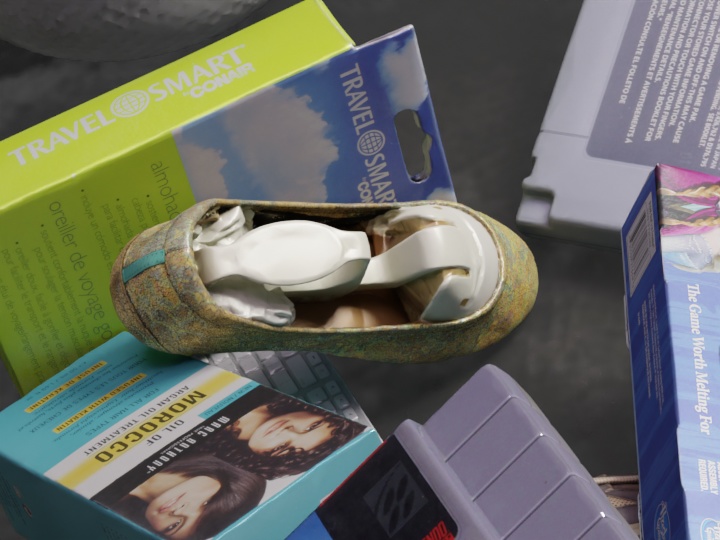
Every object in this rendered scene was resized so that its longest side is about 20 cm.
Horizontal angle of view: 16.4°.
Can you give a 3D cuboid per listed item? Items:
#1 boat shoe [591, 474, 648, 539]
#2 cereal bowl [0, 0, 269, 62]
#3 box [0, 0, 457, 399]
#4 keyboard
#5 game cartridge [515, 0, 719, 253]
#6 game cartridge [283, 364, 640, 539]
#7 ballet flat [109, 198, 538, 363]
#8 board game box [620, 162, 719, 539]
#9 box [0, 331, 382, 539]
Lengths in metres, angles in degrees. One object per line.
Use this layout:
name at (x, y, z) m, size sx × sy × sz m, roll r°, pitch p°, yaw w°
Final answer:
boat shoe at (0.038, 0.119, 0.920) m, size 0.200 × 0.075 × 0.073 m, roll -6°, pitch 28°, yaw 0°
cereal bowl at (-0.113, -0.167, 1.210) m, size 0.200 × 0.083 × 0.200 m, roll -4°, pitch 46°, yaw 5°
box at (-0.065, -0.027, 1.022) m, size 0.200 × 0.122 × 0.048 m, roll -25°, pitch 45°, yaw -9°
keyboard at (-0.048, 0.035, 1.050) m, size 0.056 × 0.011 × 0.200 m, roll -23°, pitch 46°, yaw -13°
game cartridge at (0.157, -0.094, 1.083) m, size 0.133 × 0.042 × 0.200 m, roll 13°, pitch 69°, yaw 20°
game cartridge at (0.000, 0.133, 0.774) m, size 0.200 × 0.038 × 0.130 m, roll -45°, pitch 45°, yaw 7°
ballet flat at (0.000, 0.000, 0.989) m, size 0.200 × 0.071 × 0.071 m, roll -2°, pitch 38°, yaw -31°
board game box at (0.199, 0.062, 0.912) m, size 0.199 × 0.043 × 0.200 m, roll 13°, pitch 44°, yaw -11°
box at (-0.067, 0.079, 0.926) m, size 0.082 × 0.049 × 0.200 m, roll -34°, pitch 24°, yaw -23°
